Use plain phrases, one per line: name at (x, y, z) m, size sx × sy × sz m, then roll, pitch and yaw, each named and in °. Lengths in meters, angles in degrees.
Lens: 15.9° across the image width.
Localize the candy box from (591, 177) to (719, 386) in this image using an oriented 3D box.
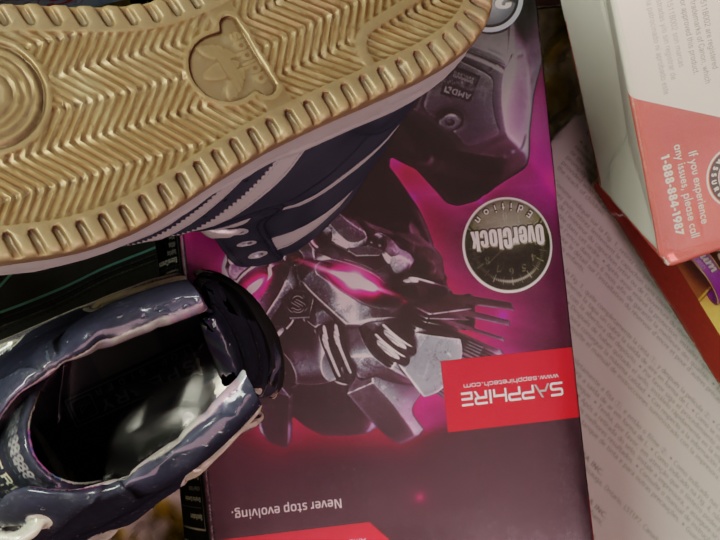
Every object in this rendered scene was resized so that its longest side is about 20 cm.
candy box at (0.192, -0.030, 0.923) m, size 0.200 × 0.056 × 0.117 m, roll -29°, pitch 85°, yaw -32°

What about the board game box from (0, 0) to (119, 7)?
board game box at (-0.132, -0.159, 0.690) m, size 0.200 × 0.041 × 0.200 m, roll -17°, pitch 81°, yaw -23°

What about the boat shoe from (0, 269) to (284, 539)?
boat shoe at (-0.114, 0.059, 0.720) m, size 0.200 × 0.093 × 0.075 m, roll -32°, pitch 89°, yaw -4°

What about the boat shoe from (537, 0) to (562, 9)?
boat shoe at (0.143, -0.106, 0.865) m, size 0.200 × 0.076 × 0.074 m, roll -10°, pitch 79°, yaw -12°

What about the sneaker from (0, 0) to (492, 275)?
sneaker at (-0.064, -0.031, 0.703) m, size 0.200 × 0.109 × 0.070 m, roll -22°, pitch 77°, yaw -24°

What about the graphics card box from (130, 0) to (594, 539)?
graphics card box at (0.000, 0.000, 0.808) m, size 0.125 × 0.051 × 0.200 m, roll -5°, pitch 87°, yaw -13°

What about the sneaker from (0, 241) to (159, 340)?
sneaker at (-0.117, 0.011, 0.834) m, size 0.200 × 0.075 × 0.079 m, roll -39°, pitch 115°, yaw -19°

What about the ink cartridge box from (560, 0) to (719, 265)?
ink cartridge box at (0.167, -0.093, 0.806) m, size 0.200 × 0.068 × 0.117 m, roll -18°, pitch 118°, yaw -7°

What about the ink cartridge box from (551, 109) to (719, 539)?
ink cartridge box at (0.105, 0.028, 0.914) m, size 0.163 × 0.057 × 0.200 m, roll 46°, pitch 52°, yaw -6°
